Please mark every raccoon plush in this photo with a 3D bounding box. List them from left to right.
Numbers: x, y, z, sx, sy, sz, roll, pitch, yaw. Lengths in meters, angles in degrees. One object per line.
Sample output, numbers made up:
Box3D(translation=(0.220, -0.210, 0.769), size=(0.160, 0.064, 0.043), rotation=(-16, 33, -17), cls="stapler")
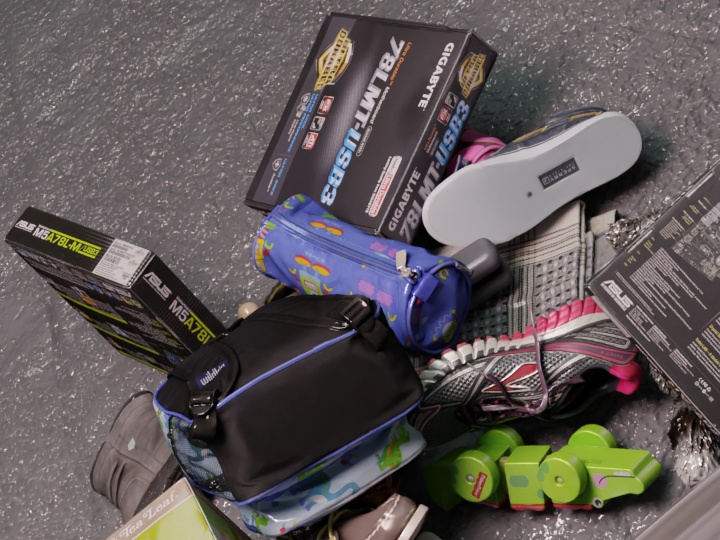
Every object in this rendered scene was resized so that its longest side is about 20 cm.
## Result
Box3D(translation=(0.246, 0.044, 1.519), size=(0.096, 0.134, 0.201), rotation=(-23, 44, 18), cls="raccoon plush")

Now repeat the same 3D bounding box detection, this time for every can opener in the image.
Box3D(translation=(0.041, 0.054, 1.681), size=(0.199, 0.053, 0.067), rotation=(-33, 48, 6), cls="can opener")

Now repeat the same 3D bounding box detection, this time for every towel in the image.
Box3D(translation=(0.125, 0.035, 1.689), size=(0.199, 0.035, 0.194), rotation=(-15, 45, 27), cls="towel")

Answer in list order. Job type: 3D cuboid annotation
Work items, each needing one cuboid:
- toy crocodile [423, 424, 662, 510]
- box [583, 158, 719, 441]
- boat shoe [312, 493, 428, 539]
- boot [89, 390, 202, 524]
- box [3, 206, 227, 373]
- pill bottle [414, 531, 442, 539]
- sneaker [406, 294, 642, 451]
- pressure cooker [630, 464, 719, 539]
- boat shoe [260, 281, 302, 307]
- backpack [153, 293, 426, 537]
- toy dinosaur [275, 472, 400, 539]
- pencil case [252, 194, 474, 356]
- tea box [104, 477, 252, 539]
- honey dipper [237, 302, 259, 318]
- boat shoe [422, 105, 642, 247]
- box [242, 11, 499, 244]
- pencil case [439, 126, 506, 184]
Box3D(translation=(0.137, 0.160, 1.565), size=(0.199, 0.062, 0.067), rotation=(-2, 19, 30), cls="toy crocodile")
Box3D(translation=(0.286, 0.031, 1.471), size=(0.160, 0.200, 0.044), rotation=(-43, -2, -1), cls="box")
Box3D(translation=(-0.013, 0.216, 1.519), size=(0.072, 0.059, 0.200), rotation=(-47, -3, -38), cls="boat shoe")
Box3D(translation=(-0.166, 0.139, 1.782), size=(0.200, 0.070, 0.132), rotation=(-53, 41, 6), cls="boot")
Box3D(translation=(-0.204, 0.032, 1.831), size=(0.199, 0.193, 0.048), rotation=(18, 69, 46), cls="box")
Box3D(translation=(0.023, 0.302, 1.490), size=(0.200, 0.112, 0.112), rotation=(-47, 42, -8), cls="pill bottle")
Box3D(translation=(0.121, 0.089, 1.564), size=(0.199, 0.081, 0.075), rotation=(-26, 54, 6), cls="sneaker")
Box3D(translation=(0.238, 0.239, 1.332), size=(0.200, 0.176, 0.179), rotation=(-39, 38, -2), cls="pressure cooker")
Box3D(translation=(-0.033, 0.006, 1.774), size=(0.073, 0.065, 0.200), rotation=(-12, 25, 24), cls="boat shoe")
Box3D(translation=(-0.059, 0.111, 1.543), size=(0.182, 0.148, 0.200), rotation=(-30, 14, -18), cls="backpack")
Box3D(translation=(-0.016, 0.171, 1.647), size=(0.135, 0.103, 0.200), rotation=(-21, 13, -6), cls="toy dinosaur")
Box3D(translation=(0.000, 0.000, 1.648), size=(0.199, 0.087, 0.078), rotation=(25, 66, 38), cls="pencil case")
Box3D(translation=(-0.152, 0.313, 1.598), size=(0.200, 0.134, 0.197), rotation=(-38, 42, 4), cls="tea box")
Box3D(translation=(-0.040, 0.048, 1.812), size=(0.199, 0.038, 0.038), rotation=(10, 62, 45), cls="honey dipper")
Box3D(translation=(0.142, -0.080, 1.729), size=(0.199, 0.071, 0.091), rotation=(-23, 13, -3), cls="boat shoe")
Box3D(translation=(0.006, -0.126, 1.791), size=(0.198, 0.050, 0.201), rotation=(15, 78, 51), cls="box")
Box3D(translation=(0.054, -0.098, 1.825), size=(0.094, 0.091, 0.200), rotation=(-52, 40, -10), cls="pencil case")
